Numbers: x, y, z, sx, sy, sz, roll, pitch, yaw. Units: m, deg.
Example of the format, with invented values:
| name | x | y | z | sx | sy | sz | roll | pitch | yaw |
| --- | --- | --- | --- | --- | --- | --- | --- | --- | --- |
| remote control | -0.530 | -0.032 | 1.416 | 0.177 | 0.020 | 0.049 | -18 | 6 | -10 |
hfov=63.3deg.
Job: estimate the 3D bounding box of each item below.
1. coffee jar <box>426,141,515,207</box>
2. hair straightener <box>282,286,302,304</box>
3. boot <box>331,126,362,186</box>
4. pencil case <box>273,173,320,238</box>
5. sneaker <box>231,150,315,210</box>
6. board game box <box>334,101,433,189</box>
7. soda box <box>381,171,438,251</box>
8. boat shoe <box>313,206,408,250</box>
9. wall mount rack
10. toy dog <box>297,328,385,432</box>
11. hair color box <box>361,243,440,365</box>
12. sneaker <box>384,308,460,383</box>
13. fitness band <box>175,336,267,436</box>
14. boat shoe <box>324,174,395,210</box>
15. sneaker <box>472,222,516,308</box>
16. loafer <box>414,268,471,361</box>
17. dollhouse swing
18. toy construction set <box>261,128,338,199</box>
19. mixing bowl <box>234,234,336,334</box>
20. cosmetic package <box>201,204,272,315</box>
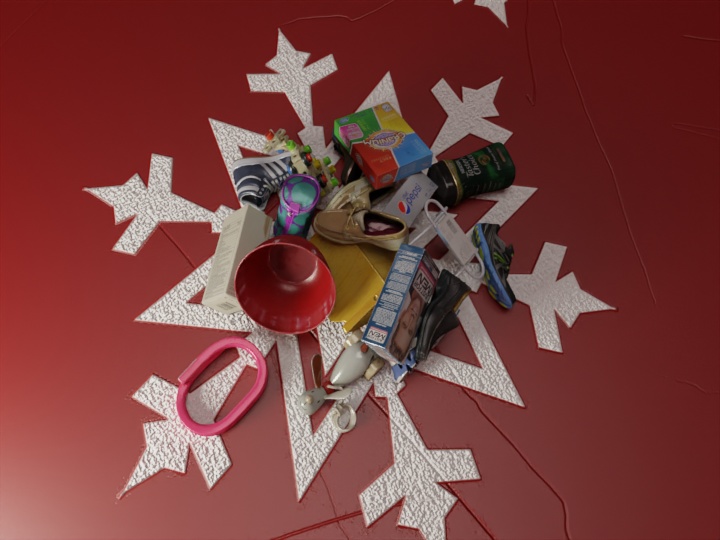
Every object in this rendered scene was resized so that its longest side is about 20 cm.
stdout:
| name | x | y | z | sx | sy | sz | roll | pitch | yaw |
| --- | --- | --- | --- | --- | --- | --- | --- | --- | --- |
| coffee jar | 0.255 | -0.221 | 1.359 | 0.194 | 0.086 | 0.107 | -19 | 68 | -12 |
| hair straightener | -0.142 | 0.047 | 1.235 | 0.192 | 0.041 | 0.079 | 6 | 55 | -8 |
| boot | -0.035 | -0.278 | 1.378 | 0.093 | 0.076 | 0.204 | 12 | 55 | 12 |
| pencil case | -0.138 | -0.121 | 1.221 | 0.084 | 0.201 | 0.094 | 33 | 67 | 0 |
| sneaker | -0.191 | -0.204 | 1.327 | 0.192 | 0.071 | 0.112 | -8 | 66 | -6 |
| board game box | 0.049 | -0.286 | 1.314 | 0.149 | 0.041 | 0.202 | -23 | 58 | -19 |
| soda box | 0.095 | -0.137 | 1.270 | 0.068 | 0.064 | 0.201 | 39 | 48 | -3 |
| boat shoe | 0.002 | -0.093 | 1.147 | 0.192 | 0.067 | 0.077 | 7 | 66 | 2 |
| wall mount rack | 0.170 | -0.040 | 1.239 | 0.202 | 0.074 | 0.174 | 52 | 48 | -5 |
| toy dog | -0.034 | 0.199 | 1.139 | 0.129 | 0.097 | 0.203 | 27 | 66 | 9 |
| hair color box | 0.081 | 0.065 | 1.120 | 0.059 | 0.100 | 0.205 | 14 | 73 | 33 |
| sneaker | 0.108 | 0.118 | 1.196 | 0.115 | 0.081 | 0.199 | 43 | 71 | 13 |
| fitness band | -0.272 | 0.226 | 1.146 | 0.143 | 0.038 | 0.200 | 41 | 70 | 11 |
| boat shoe | -0.001 | -0.158 | 1.310 | 0.199 | 0.075 | 0.066 | -41 | 69 | -20 |
| sneaker | 0.305 | -0.018 | 1.278 | 0.080 | 0.071 | 0.206 | -10 | 64 | -4 |
| loafer | 0.159 | 0.091 | 1.133 | 0.070 | 0.074 | 0.204 | 21 | 61 | 10 |
| dollhouse swing | 0.000 | 0.000 | 1.252 | 0.182 | 0.175 | 0.202 | -44 | 72 | 14 |
| toy construction set | -0.120 | -0.231 | 1.255 | 0.091 | 0.198 | 0.134 | -37 | 39 | 24 |
| mixing bowl | -0.138 | 0.008 | 1.137 | 0.192 | 0.206 | 0.110 | 7 | 33 | -1 |
| cosmetic package | -0.254 | -0.021 | 1.212 | 0.070 | 0.103 | 0.207 | 28 | 60 | -35 |
